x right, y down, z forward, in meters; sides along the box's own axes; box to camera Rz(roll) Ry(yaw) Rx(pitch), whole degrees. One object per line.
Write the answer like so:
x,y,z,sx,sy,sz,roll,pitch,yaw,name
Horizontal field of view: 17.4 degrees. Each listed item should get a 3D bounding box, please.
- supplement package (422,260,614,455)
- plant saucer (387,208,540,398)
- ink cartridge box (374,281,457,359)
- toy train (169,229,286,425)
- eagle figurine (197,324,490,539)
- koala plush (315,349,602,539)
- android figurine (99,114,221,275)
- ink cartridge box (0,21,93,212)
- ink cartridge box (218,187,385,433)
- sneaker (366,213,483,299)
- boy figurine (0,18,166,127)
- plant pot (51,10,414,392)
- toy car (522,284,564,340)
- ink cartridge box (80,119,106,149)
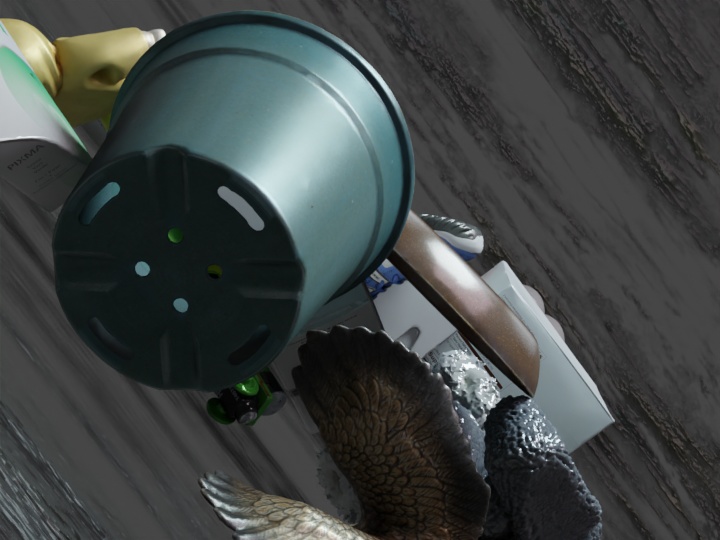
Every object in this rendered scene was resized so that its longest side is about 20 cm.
0.088,0.116,2.000,0.147,0.200,0.191,53,5,-4,supplement package
0.056,0.006,1.605,0.200,0.032,0.200,44,-2,2,plant saucer
0.004,0.035,1.955,0.085,0.146,0.200,52,-3,-11,ink cartridge box
-0.110,0.026,1.589,0.056,0.042,0.200,4,43,-47,toy train
0.007,0.156,1.420,0.152,0.151,0.200,-104,170,-51,eagle figurine
0.060,0.156,1.661,0.200,0.177,0.184,47,0,44,koala plush
-0.139,-0.049,1.778,0.200,0.041,0.182,60,-3,-10,android figurine
-0.249,-0.133,1.436,0.161,0.050,0.200,55,3,23,ink cartridge box
-0.041,0.012,1.679,0.200,0.086,0.147,64,2,-67,ink cartridge box
0.000,0.000,1.827,0.076,0.200,0.077,22,60,-72,sneaker
-0.193,-0.134,1.630,0.200,0.124,0.065,-1,68,-44,boy figurine
-0.083,-0.032,1.399,0.200,0.200,0.196,53,22,-11,plant pot
0.208,0.119,3.617,0.200,0.175,0.150,-121,-151,-55,toy car
-0.177,-0.108,1.960,0.163,0.057,0.200,52,10,-18,ink cartridge box
